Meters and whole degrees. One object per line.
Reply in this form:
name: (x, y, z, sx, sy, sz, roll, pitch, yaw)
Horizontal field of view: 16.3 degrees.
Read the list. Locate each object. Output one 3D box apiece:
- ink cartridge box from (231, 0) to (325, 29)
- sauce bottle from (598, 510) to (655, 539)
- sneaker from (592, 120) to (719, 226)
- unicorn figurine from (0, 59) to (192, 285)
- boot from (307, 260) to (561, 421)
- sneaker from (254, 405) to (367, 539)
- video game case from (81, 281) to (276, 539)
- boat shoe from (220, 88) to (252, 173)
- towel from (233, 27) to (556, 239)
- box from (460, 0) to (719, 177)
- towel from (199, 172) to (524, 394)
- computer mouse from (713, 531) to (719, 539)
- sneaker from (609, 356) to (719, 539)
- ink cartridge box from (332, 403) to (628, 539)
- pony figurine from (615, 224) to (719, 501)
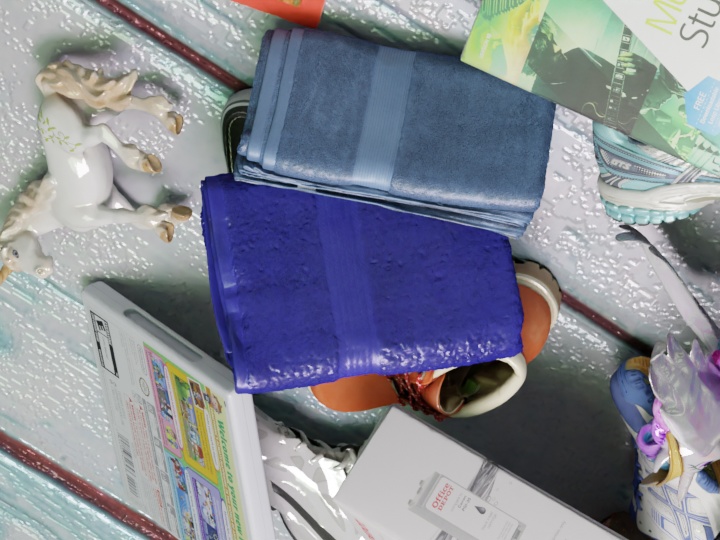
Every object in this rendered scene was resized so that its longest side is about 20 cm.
ink cartridge box: (-0.108, -0.238, 1.587, 0.200, 0.057, 0.163, 22, 128, 3)
sauce bottle: (0.141, 0.252, 1.874, 0.066, 0.066, 0.200, 39, 123, -15)
sneaker: (0.239, -0.085, 1.595, 0.200, 0.078, 0.086, -11, 119, 21)
unicorn figurine: (-0.189, -0.059, 1.733, 0.137, 0.074, 0.200, 12, 114, 17)
boot: (0.038, 0.066, 1.738, 0.200, 0.107, 0.075, -22, 119, 29)
sneaker: (-0.024, 0.132, 1.839, 0.115, 0.076, 0.201, -35, 109, 14)
video game case: (-0.126, 0.125, 1.809, 0.182, 0.022, 0.200, 32, 140, 42)
boat shoe: (-0.050, -0.024, 1.705, 0.069, 0.057, 0.200, -9, 112, 29)
towel: (0.025, -0.092, 1.627, 0.200, 0.112, 0.049, 11, 157, 5)
box: (0.176, -0.155, 1.542, 0.200, 0.036, 0.144, 25, 116, 11)
towel: (0.000, 0.000, 1.653, 0.200, 0.148, 0.050, -7, 169, -10)
computer mouse: (0.343, 0.182, 1.733, 0.200, 0.046, 0.140, -30, 121, 18)
sneaker: (0.217, 0.149, 1.773, 0.088, 0.075, 0.200, -23, 117, 28)
ink cartridge box: (0.093, 0.188, 1.706, 0.200, 0.083, 0.147, 30, 169, 21)
pony figurine: (0.253, 0.065, 1.627, 0.200, 0.167, 0.193, -16, 128, 16)
